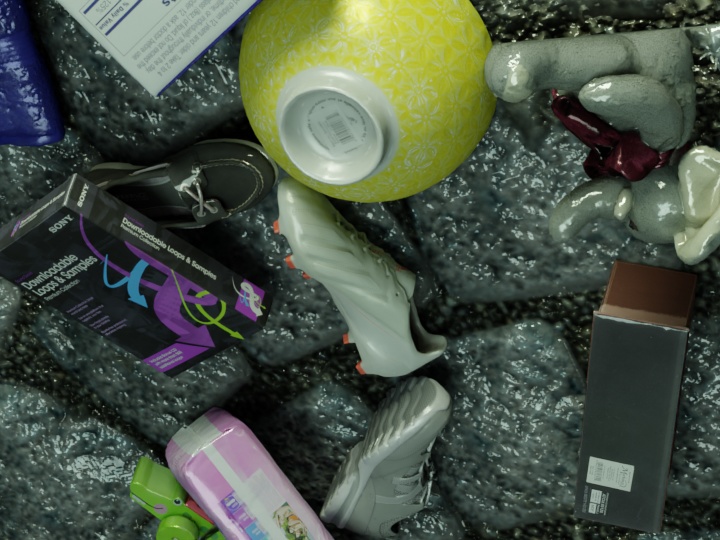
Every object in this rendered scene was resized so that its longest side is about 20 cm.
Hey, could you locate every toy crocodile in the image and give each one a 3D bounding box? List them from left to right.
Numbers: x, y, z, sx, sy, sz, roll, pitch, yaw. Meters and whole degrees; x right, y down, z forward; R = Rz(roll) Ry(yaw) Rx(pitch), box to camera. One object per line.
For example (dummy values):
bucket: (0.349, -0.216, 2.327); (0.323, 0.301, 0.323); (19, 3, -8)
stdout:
toy crocodile: (-0.125, 0.237, 1.618); (0.200, 0.068, 0.062); (42, 122, -14)

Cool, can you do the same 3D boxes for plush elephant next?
plush elephant: (0.181, -0.084, 1.230); (0.198, 0.165, 0.157); (-6, 97, -4)

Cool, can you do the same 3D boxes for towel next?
towel: (-0.322, -0.187, 1.415); (0.146, 0.050, 0.202); (-6, 121, 14)

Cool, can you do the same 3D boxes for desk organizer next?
desk organizer: (0.214, 0.099, 1.396); (0.071, 0.077, 0.202); (10, 126, 13)

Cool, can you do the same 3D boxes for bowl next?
bowl: (-0.007, -0.122, 1.305); (0.198, 0.108, 0.202); (10, 126, 13)

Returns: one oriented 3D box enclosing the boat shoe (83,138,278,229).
boat shoe: (-0.151, -0.056, 1.413); (0.198, 0.057, 0.067); (-6, 126, 36)

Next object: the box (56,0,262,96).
box: (-0.141, -0.262, 1.259); (0.200, 0.105, 0.183); (45, 126, -13)

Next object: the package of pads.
package of pads: (-0.081, 0.214, 1.542); (0.075, 0.120, 0.201); (-39, 101, -6)

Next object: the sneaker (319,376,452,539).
sneaker: (0.038, 0.159, 1.512); (0.081, 0.075, 0.200); (26, 139, -7)

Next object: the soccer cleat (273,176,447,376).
soccer cleat: (0.000, 0.000, 1.416); (0.077, 0.070, 0.201); (-17, 123, 23)

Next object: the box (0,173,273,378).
box: (-0.190, 0.009, 1.454); (0.199, 0.036, 0.142); (34, 142, -24)
